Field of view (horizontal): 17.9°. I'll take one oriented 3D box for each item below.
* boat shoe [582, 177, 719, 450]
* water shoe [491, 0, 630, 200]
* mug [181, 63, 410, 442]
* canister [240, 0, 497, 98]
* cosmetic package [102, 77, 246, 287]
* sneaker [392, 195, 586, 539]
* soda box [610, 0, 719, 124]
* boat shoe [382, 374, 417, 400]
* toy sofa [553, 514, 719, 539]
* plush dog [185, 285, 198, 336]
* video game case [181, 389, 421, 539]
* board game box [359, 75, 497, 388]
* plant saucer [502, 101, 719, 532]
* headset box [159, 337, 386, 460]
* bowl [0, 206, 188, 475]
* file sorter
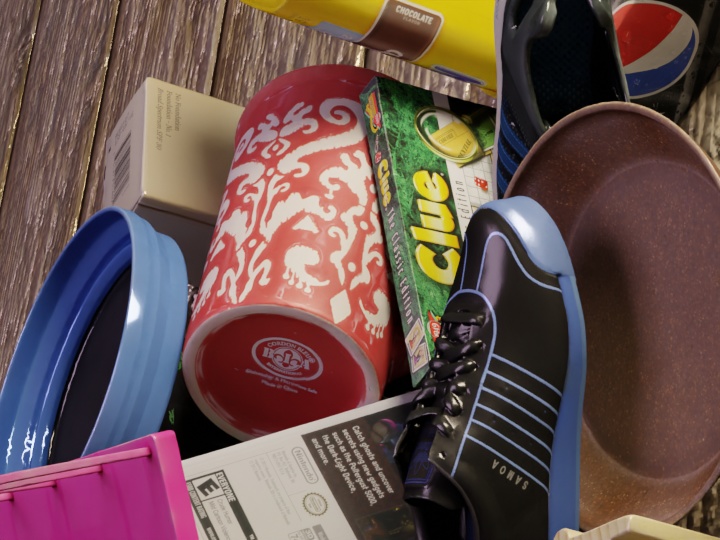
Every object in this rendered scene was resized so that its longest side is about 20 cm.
[{"bbox_3d":[0.146,0.033,1.109,0.200,0.057,0.067,-61,42,39],"label":"boat shoe"},{"bbox_3d":[0.101,-0.057,1.135,0.079,0.071,0.200,-106,4,-65],"label":"water shoe"},{"bbox_3d":[-0.006,-0.008,1.262,0.177,0.133,0.200,-9,36,20],"label":"mug"},{"bbox_3d":[0.037,-0.156,1.291,0.087,0.200,0.149,-70,22,7],"label":"canister"},{"bbox_3d":[-0.058,-0.037,1.438,0.073,0.200,0.104,-52,31,44],"label":"cosmetic package"},{"bbox_3d":[0.056,0.065,1.058,0.070,0.078,0.200,-9,83,58],"label":"sneaker"},{"bbox_3d":[0.150,-0.131,1.186,0.200,0.063,0.071,-60,25,32],"label":"soda box"},{"bbox_3d":[0.030,0.052,1.343,0.200,0.064,0.071,15,88,68],"label":"boat shoe"},{"bbox_3d":[0.118,0.215,0.991,0.098,0.083,0.200,-34,44,57],"label":"toy sofa"},{"bbox_3d":[-0.086,0.025,1.568,0.172,0.160,0.200,10,83,45],"label":"plush dog"},{"bbox_3d":[0.014,0.146,1.119,0.200,0.182,0.023,-121,22,-43],"label":"video game case"},{"bbox_3d":[0.061,-0.014,1.233,0.023,0.105,0.200,-53,37,43],"label":"board game box"},{"bbox_3d":[0.126,0.023,1.051,0.200,0.037,0.201,2,93,59],"label":"plant saucer"},{"bbox_3d":[-0.059,0.135,1.315,0.093,0.200,0.174,-61,24,29],"label":"headset box"},{"bbox_3d":[-0.154,0.065,1.274,0.201,0.039,0.201,-48,31,41],"label":"bowl"},{"bbox_3d":[-0.179,0.172,1.121,0.200,0.125,0.139,-21,80,50],"label":"file sorter"}]
